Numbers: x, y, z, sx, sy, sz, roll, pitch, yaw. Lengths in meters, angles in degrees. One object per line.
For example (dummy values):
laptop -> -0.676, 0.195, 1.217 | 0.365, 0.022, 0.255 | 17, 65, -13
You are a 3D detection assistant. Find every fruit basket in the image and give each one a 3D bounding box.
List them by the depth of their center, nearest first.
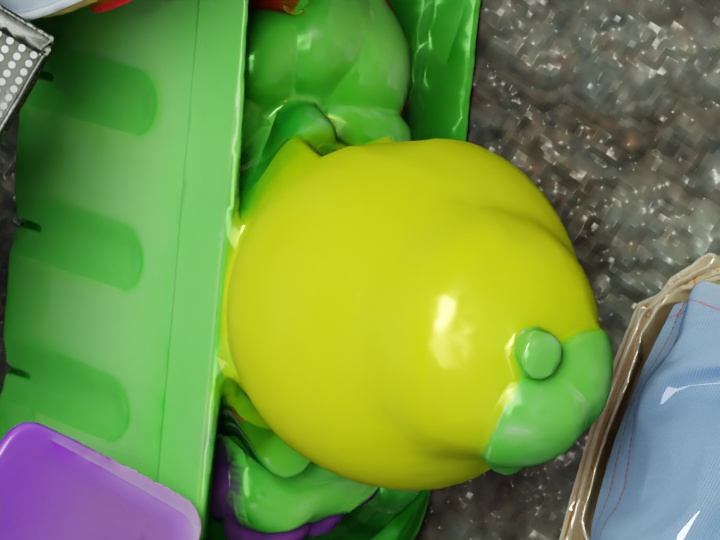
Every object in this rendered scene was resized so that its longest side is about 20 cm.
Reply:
fruit basket -> 0.000, 0.000, 0.800 | 0.215, 0.155, 0.217 | 5, 100, 30

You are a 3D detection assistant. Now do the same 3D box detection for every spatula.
spatula -> -0.137, 0.042, 0.737 | 0.200, 0.021, 0.057 | 28, 79, -9

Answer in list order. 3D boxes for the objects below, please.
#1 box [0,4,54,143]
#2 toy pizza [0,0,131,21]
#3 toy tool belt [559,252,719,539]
box -> -0.206, -0.019, 0.695 | 0.193, 0.048, 0.200 | 31, 79, -4
toy pizza -> -0.024, -0.133, 0.753 | 0.200, 0.200, 0.032 | -37, 114, 19
toy tool belt -> 0.107, 0.087, 0.769 | 0.124, 0.123, 0.201 | 9, 72, 17
